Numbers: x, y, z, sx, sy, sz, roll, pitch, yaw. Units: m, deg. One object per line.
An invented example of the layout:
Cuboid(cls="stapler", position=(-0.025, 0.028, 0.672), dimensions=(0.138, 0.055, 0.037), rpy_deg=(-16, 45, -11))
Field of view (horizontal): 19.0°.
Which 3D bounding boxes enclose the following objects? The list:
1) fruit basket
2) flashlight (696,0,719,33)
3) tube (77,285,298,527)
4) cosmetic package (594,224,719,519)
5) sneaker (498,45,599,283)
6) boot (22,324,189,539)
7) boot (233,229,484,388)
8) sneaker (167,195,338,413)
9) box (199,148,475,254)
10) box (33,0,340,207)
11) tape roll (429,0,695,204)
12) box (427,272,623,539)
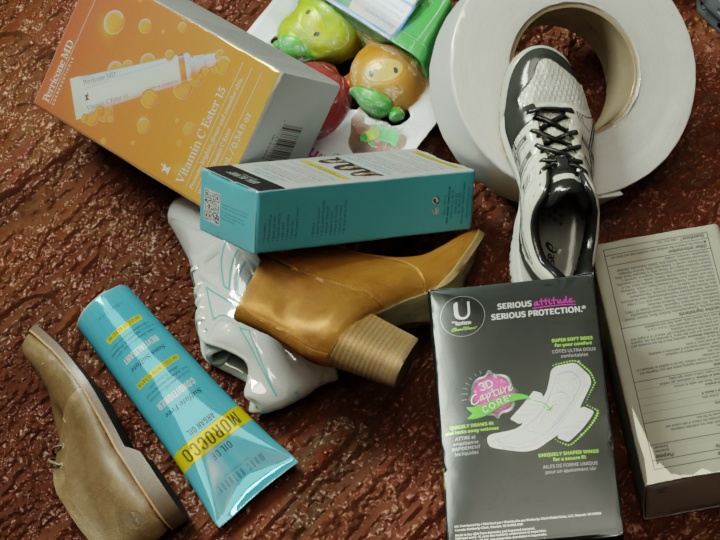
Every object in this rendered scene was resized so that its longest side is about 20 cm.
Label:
Cuboid(cls="fruit basket", position=(-0.018, -0.160, 1.740), dimensions=(0.185, 0.094, 0.200), rpy_deg=(35, 75, 20))
Cuboid(cls="flashlight", position=(0.271, -0.280, 1.784), dimensions=(0.068, 0.068, 0.200), rpy_deg=(-36, 64, -9))
Cuboid(cls="tube", position=(-0.139, 0.099, 1.650), dimensions=(0.077, 0.050, 0.200), rpy_deg=(-40, 71, -6))
Cuboid(cls="cosmetic package", position=(0.239, 0.074, 1.604), dimensions=(0.103, 0.073, 0.201), rpy_deg=(-9, 63, 1))
Cuboid(cls="sneaker", position=(0.150, -0.072, 1.594), dimensions=(0.075, 0.088, 0.201), rpy_deg=(-4, 84, -10))
Cuboid(cls="boot", position=(-0.214, 0.129, 1.629), dimensions=(0.075, 0.074, 0.200), rpy_deg=(-36, 67, -1))
Cuboid(cls="boot", position=(0.000, 0.001, 1.628), dimensions=(0.144, 0.071, 0.201), rpy_deg=(26, 40, 11))
Cuboid(cls="sneaker", position=(-0.102, 0.024, 1.667), dimensions=(0.080, 0.070, 0.200), rpy_deg=(-34, 65, -8))
Cuboid(cls="box", position=(-0.016, -0.054, 1.629), dimensions=(0.199, 0.049, 0.082), rpy_deg=(-7, 19, -33))
Cuboid(cls="box", position=(-0.138, -0.139, 1.700), dimensions=(0.200, 0.097, 0.125), rpy_deg=(31, 102, 26))
Cuboid(cls="tape roll", position=(0.158, -0.150, 1.684), dimensions=(0.202, 0.071, 0.203), rpy_deg=(1, 84, -13))
Cuboid(cls="box", position=(0.120, 0.126, 1.547), dimensions=(0.124, 0.149, 0.201), rpy_deg=(-5, 63, 5))
